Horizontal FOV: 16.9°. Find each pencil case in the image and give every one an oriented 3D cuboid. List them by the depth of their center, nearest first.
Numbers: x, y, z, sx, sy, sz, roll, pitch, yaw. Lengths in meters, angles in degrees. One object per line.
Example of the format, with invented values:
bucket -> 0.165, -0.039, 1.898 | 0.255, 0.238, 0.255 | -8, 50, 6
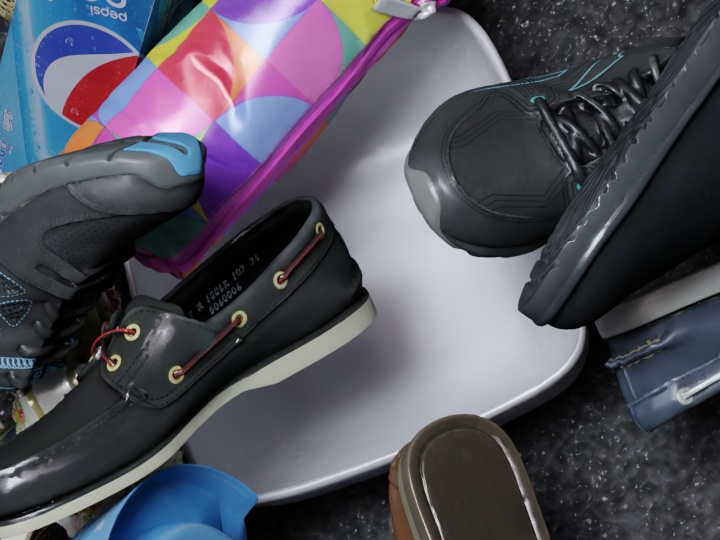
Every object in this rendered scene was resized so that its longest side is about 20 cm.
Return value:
pencil case -> -0.044, -0.087, 1.066 | 0.200, 0.088, 0.088 | -46, 65, 2

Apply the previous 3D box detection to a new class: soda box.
soda box -> -0.120, -0.109, 1.112 | 0.064, 0.200, 0.068 | 27, 43, 5

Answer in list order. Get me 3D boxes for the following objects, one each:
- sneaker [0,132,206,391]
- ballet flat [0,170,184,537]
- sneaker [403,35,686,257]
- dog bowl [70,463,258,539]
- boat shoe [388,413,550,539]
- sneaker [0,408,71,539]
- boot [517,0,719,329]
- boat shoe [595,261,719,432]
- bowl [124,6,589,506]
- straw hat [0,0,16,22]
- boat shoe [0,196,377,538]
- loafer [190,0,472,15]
sneaker -> -0.129, 0.002, 1.004 | 0.200, 0.073, 0.082 | -25, 83, 39
ballet flat -> -0.133, 0.041, 1.073 | 0.075, 0.064, 0.201 | -27, 65, 7
sneaker -> 0.102, -0.065, 1.029 | 0.079, 0.199, 0.076 | -38, 78, 51
dog bowl -> -0.049, 0.165, 1.015 | 0.049, 0.200, 0.112 | -19, 40, 41
boat shoe -> 0.057, 0.161, 0.994 | 0.072, 0.068, 0.201 | -4, 71, -16
sneaker -> -0.174, 0.098, 1.136 | 0.090, 0.067, 0.201 | 27, 86, 19
boot -> 0.185, 0.005, 0.963 | 0.200, 0.066, 0.165 | 37, 79, -3
boat shoe -> 0.198, 0.012, 1.027 | 0.199, 0.075, 0.062 | -19, 89, -14
bowl -> 0.000, 0.000, 1.106 | 0.199, 0.075, 0.201 | -22, 68, 11
straw hat -> -0.154, -0.163, 1.186 | 0.201, 0.201, 0.085 | -43, 96, 2
boat shoe -> -0.085, 0.040, 1.003 | 0.201, 0.063, 0.074 | -34, 21, -23
loafer -> -0.038, -0.127, 1.171 | 0.199, 0.073, 0.072 | -9, 40, 17
